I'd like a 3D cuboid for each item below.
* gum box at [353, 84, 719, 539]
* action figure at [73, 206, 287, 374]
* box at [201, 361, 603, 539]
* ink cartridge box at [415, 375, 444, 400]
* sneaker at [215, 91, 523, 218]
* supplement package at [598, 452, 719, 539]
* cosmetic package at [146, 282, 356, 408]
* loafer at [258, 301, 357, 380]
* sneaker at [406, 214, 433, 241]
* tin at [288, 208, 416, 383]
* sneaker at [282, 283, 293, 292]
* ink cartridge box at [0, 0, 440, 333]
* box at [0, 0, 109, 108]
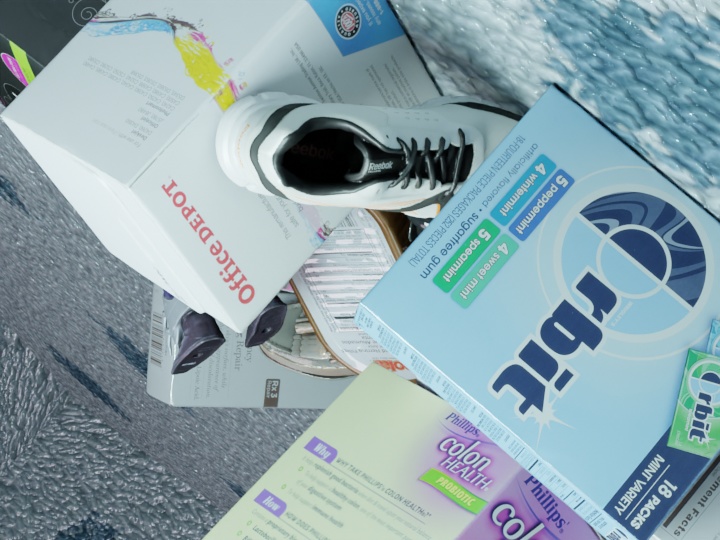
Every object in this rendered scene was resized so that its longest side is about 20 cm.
[{"bbox_3d":[0.126,0.026,1.107,0.200,0.170,0.045,41,166,6],"label":"gum box"},{"bbox_3d":[-0.124,-0.038,1.362,0.201,0.130,0.069,67,154,18],"label":"action figure"},{"bbox_3d":[0.010,0.178,1.199,0.176,0.200,0.097,24,156,54],"label":"box"},{"bbox_3d":[0.111,0.051,1.271,0.086,0.146,0.200,39,166,18],"label":"ink cartridge box"},{"bbox_3d":[0.022,-0.060,1.145,0.080,0.199,0.074,-150,61,-66],"label":"sneaker"},{"bbox_3d":[0.221,0.128,1.197,0.200,0.151,0.152,39,165,13],"label":"supplement package"},{"bbox_3d":[-0.076,0.063,1.702,0.199,0.102,0.074,1,-174,-24],"label":"cosmetic package"},{"bbox_3d":[0.010,0.051,1.613,0.199,0.072,0.063,8,155,13],"label":"loafer"},{"bbox_3d":[0.067,-0.012,1.334,0.077,0.084,0.200,34,164,31],"label":"sneaker"},{"bbox_3d":[0.000,0.000,1.397,0.112,0.042,0.201,1,131,37],"label":"tin"},{"bbox_3d":[-0.062,-0.024,1.716,0.086,0.081,0.200,23,-179,-44],"label":"sneaker"},{"bbox_3d":[-0.083,-0.098,1.239,0.146,0.200,0.147,29,161,42],"label":"ink cartridge box"},{"bbox_3d":[-0.210,-0.176,1.513,0.148,0.124,0.200,37,167,18],"label":"box"}]
